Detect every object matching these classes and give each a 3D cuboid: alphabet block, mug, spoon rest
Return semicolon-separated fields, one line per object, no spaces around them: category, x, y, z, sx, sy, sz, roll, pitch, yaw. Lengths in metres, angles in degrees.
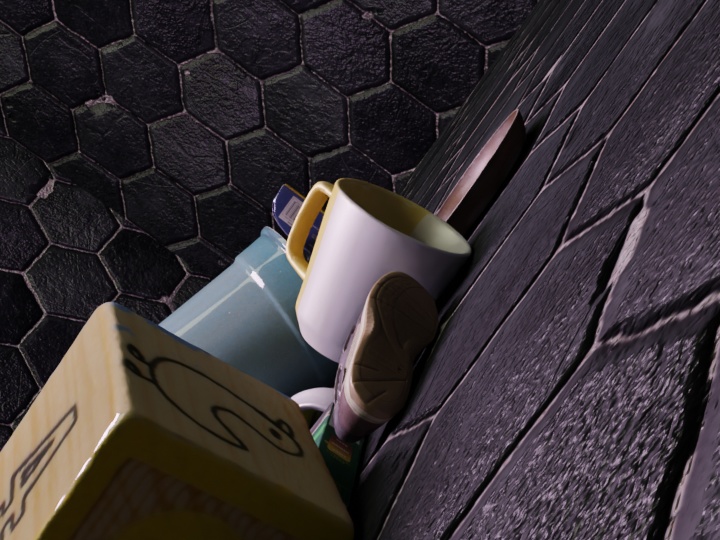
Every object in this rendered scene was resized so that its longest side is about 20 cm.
alphabet block;-0.148;0.173;0.954;0.197;0.195;0.200;-56;24;9
mug;0.008;0.005;1.335;0.154;0.149;0.187;-63;16;16
spoon rest;-0.076;0.177;1.347;0.200;0.061;0.100;-44;9;37

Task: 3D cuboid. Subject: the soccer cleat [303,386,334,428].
soccer cleat;-0.090;0.196;1.561;0.064;0.084;0.200;2;30;39

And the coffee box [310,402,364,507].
coffee box;-0.050;0.192;1.109;0.123;0.044;0.200;-54;4;13

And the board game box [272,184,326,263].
board game box;-0.002;-0.004;1.500;0.062;0.200;0.200;-53;-11;2

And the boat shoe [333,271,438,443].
boat shoe;0.016;0.072;1.150;0.065;0.072;0.200;-48;12;32

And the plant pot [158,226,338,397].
plant pot;-0.130;0.088;1.495;0.196;0.201;0.200;-34;-2;-12

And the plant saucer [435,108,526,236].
plant saucer;0.129;-0.091;1.502;0.201;0.032;0.200;-56;3;5
